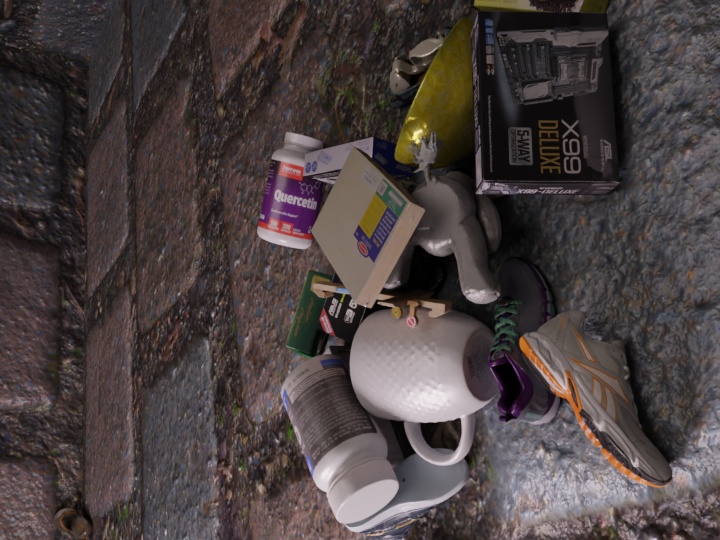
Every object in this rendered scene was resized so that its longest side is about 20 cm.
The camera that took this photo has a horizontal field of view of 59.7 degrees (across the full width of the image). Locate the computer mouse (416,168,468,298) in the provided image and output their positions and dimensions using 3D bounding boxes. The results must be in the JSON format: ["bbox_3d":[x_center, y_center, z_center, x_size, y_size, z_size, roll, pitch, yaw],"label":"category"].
[{"bbox_3d":[0.114,-0.050,0.917,0.058,0.033,0.207,28,106,51],"label":"computer mouse"}]

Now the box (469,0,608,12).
[{"bbox_3d":[0.229,-0.365,0.808,0.199,0.049,0.078,34,111,51],"label":"box"}]

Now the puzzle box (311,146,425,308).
[{"bbox_3d":[0.001,-0.061,0.787,0.135,0.025,0.201,-60,31,17],"label":"puzzle box"}]

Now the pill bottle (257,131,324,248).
[{"bbox_3d":[-0.127,-0.152,1.196,0.111,0.110,0.207,21,100,52],"label":"pill bottle"}]

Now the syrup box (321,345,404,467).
[{"bbox_3d":[-0.013,0.227,0.996,0.079,0.080,0.204,-48,49,32],"label":"syrup box"}]

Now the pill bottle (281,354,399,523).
[{"bbox_3d":[-0.029,0.229,0.868,0.115,0.111,0.202,-57,45,29],"label":"pill bottle"}]

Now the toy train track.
[{"bbox_3d":[0.022,0.043,0.798,0.195,0.113,0.034,9,100,31],"label":"toy train track"}]

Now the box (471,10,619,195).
[{"bbox_3d":[0.208,-0.191,0.720,0.050,0.152,0.208,93,178,-79],"label":"box"}]

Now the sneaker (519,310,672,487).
[{"bbox_3d":[0.261,0.124,0.657,0.091,0.076,0.202,-35,66,-4],"label":"sneaker"}]

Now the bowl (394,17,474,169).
[{"bbox_3d":[0.137,-0.215,0.838,0.106,0.200,0.204,29,113,7],"label":"bowl"}]

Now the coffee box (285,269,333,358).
[{"bbox_3d":[-0.073,0.080,1.025,0.200,0.043,0.127,80,-154,-79],"label":"coffee box"}]

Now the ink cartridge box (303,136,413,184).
[{"bbox_3d":[-0.006,-0.179,1.054,0.197,0.092,0.046,2,84,54],"label":"ink cartridge box"}]

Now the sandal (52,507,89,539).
[{"bbox_3d":[-1.018,0.884,2.199,0.195,0.055,0.083,10,61,37],"label":"sandal"}]

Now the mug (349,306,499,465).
[{"bbox_3d":[0.095,0.149,0.820,0.172,0.145,0.208,-9,86,47],"label":"mug"}]

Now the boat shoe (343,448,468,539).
[{"bbox_3d":[0.073,0.317,0.880,0.196,0.091,0.072,-28,45,16],"label":"boat shoe"}]

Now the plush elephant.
[{"bbox_3d":[0.114,-0.068,0.809,0.160,0.153,0.208,-2,93,29],"label":"plush elephant"}]

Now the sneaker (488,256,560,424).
[{"bbox_3d":[0.186,0.078,0.750,0.074,0.086,0.207,-26,63,46],"label":"sneaker"}]

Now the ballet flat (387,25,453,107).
[{"bbox_3d":[0.089,-0.319,0.974,0.198,0.072,0.077,-22,66,50],"label":"ballet flat"}]

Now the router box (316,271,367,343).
[{"bbox_3d":[0.000,0.000,0.947,0.200,0.060,0.154,-61,-9,-75],"label":"router box"}]
